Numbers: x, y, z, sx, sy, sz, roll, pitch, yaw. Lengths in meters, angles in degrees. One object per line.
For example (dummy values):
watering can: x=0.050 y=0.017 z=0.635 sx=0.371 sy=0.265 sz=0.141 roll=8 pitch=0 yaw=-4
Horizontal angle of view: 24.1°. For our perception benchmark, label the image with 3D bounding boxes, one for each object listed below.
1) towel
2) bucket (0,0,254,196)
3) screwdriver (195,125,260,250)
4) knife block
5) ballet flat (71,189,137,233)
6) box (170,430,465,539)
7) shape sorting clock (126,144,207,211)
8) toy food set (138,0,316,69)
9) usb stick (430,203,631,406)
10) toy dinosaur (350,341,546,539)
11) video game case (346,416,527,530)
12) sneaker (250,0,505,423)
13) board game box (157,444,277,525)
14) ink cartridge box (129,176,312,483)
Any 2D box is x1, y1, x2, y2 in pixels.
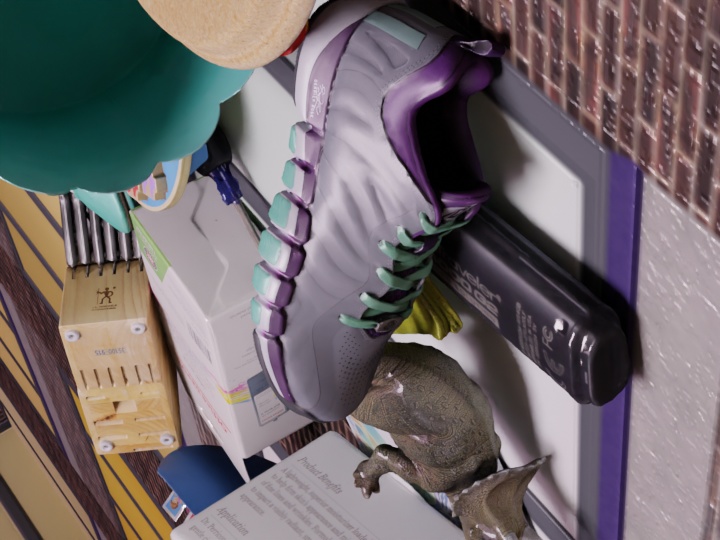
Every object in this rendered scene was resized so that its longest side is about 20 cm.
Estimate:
towel: x=0.000 y=0.000 z=0.871 sx=0.086 sy=0.018 sz=0.200 roll=51 pitch=171 yaw=-6
bucket: x=-0.154 y=-0.149 z=0.832 sx=0.135 sy=0.207 sz=0.208 roll=34 pitch=150 yaw=63
screwdriver: x=-0.073 y=-0.027 z=1.054 sx=0.029 sy=0.028 sz=0.200 roll=-29 pitch=85 yaw=43
knife block: x=-0.174 y=0.012 z=1.242 sx=0.176 sy=0.064 sz=0.200 roll=-92 pitch=-5 yaw=-47
ballet flat: x=-0.207 y=-0.112 z=1.155 sx=0.067 sy=0.070 sz=0.201 roll=110 pitch=144 yaw=-77
box: x=0.007 y=0.237 z=1.032 sx=0.199 sy=0.131 sz=0.200 roll=30 pitch=146 yaw=58
shape sorting clock: x=-0.145 y=-0.134 z=1.032 sx=0.200 sy=0.039 sz=0.200 roll=50 pitch=149 yaw=44
toy food set: x=-0.060 y=-0.182 z=0.678 sx=0.198 sy=0.049 sz=0.200 roll=42 pitch=139 yaw=42
usb stick: x=0.049 y=-0.011 z=0.760 sx=0.200 sy=0.033 sz=0.056 roll=43 pitch=154 yaw=42
toy dinosaur: x=0.029 y=0.069 z=0.843 sx=0.102 sy=0.077 sz=0.200 roll=-3 pitch=129 yaw=41
video game case: x=0.050 y=0.136 z=1.008 sx=0.200 sy=0.022 sz=0.182 roll=65 pitch=162 yaw=-17
sneaker: x=0.009 y=-0.014 z=0.715 sx=0.087 sy=0.074 sz=0.201 roll=26 pitch=122 yaw=37
board game box: x=-0.063 y=0.202 z=1.222 sx=0.158 sy=0.039 sz=0.200 roll=10 pitch=-154 yaw=-49
ink cartridge box: x=-0.088 y=0.045 z=1.160 sx=0.117 sy=0.067 sz=0.200 roll=51 pitch=160 yaw=35
